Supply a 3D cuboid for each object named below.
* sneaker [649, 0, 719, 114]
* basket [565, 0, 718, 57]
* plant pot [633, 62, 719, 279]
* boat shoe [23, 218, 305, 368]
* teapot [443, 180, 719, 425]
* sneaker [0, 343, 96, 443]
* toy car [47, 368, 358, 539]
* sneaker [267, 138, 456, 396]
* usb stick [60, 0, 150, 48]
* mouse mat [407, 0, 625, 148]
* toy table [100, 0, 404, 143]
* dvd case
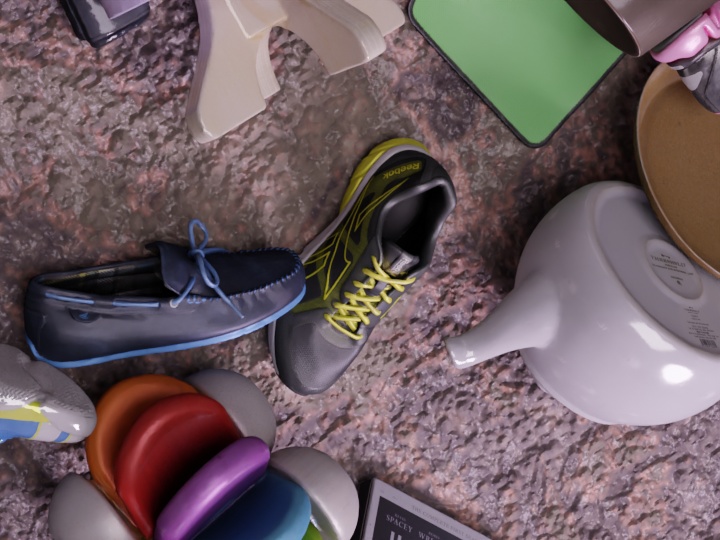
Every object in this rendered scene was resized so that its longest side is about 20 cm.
[{"bbox_3d":[0.308,-0.192,1.695,0.200,0.079,0.095,-40,102,-11],"label":"sneaker"},{"bbox_3d":[0.229,-0.259,1.622,0.180,0.136,0.200,45,88,-6],"label":"basket"},{"bbox_3d":[0.278,-0.071,1.703,0.200,0.027,0.201,15,60,-28],"label":"plant pot"},{"bbox_3d":[-0.131,0.014,1.572,0.199,0.084,0.069,-17,121,-20],"label":"boat shoe"},{"bbox_3d":[0.185,0.042,1.680,0.200,0.198,0.146,39,124,-7],"label":"teapot"},{"bbox_3d":[-0.281,0.097,1.534,0.199,0.076,0.105,20,108,-5],"label":"sneaker"},{"bbox_3d":[-0.106,0.151,1.549,0.175,0.200,0.150,-40,159,-20],"label":"toy car"},{"bbox_3d":[0.000,0.000,1.623,0.074,0.085,0.200,25,93,-25],"label":"sneaker"},{"bbox_3d":[-0.198,-0.244,1.507,0.055,0.033,0.200,-28,112,-13],"label":"usb stick"},{"bbox_3d":[0.144,-0.208,1.673,0.200,0.008,0.161,-48,116,-5],"label":"mouse mat"},{"bbox_3d":[-0.065,-0.173,1.513,0.200,0.184,0.117,-31,100,-21],"label":"toy table"},{"bbox_3d":[0.045,0.271,1.681,0.150,0.025,0.201,30,54,-27],"label":"dvd case"}]
